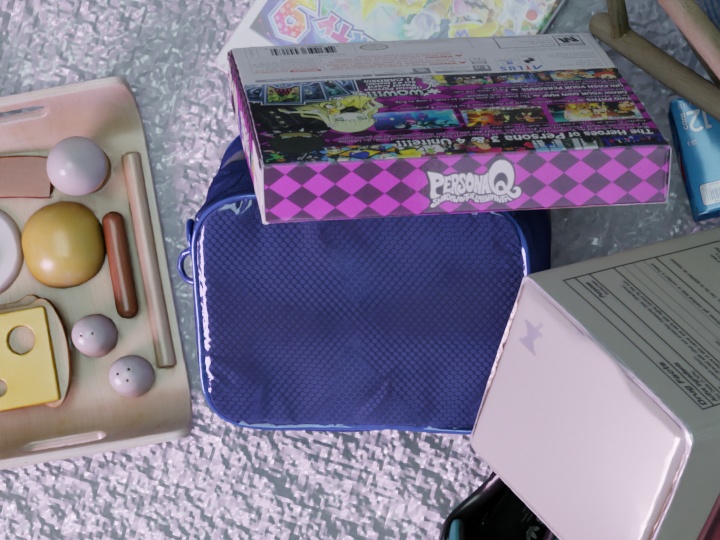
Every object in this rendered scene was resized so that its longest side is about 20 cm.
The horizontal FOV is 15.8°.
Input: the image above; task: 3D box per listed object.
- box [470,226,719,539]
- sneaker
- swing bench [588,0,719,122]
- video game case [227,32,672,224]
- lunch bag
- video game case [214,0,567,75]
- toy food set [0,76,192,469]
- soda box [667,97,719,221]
[{"bbox_3d":[0.176,0.061,1.276,0.128,0.200,0.109,45,133,35],"label":"box"},{"bbox_3d":[0.060,0.166,1.346,0.071,0.080,0.200,34,108,26],"label":"sneaker"},{"bbox_3d":[0.241,-0.152,1.284,0.199,0.130,0.200,-34,55,-10],"label":"swing bench"},{"bbox_3d":[0.039,-0.075,1.307,0.199,0.181,0.036,-3,113,-8],"label":"video game case"},{"bbox_3d":[0.000,0.000,1.353,0.199,0.132,0.136,3,112,7],"label":"lunch bag"},{"bbox_3d":[0.033,-0.156,1.415,0.143,0.018,0.200,34,91,6],"label":"video game case"},{"bbox_3d":[-0.179,0.005,1.408,0.143,0.060,0.201,-10,86,5],"label":"toy food set"},{"bbox_3d":[0.266,-0.080,1.362,0.200,0.068,0.064,-13,86,5],"label":"soda box"}]
